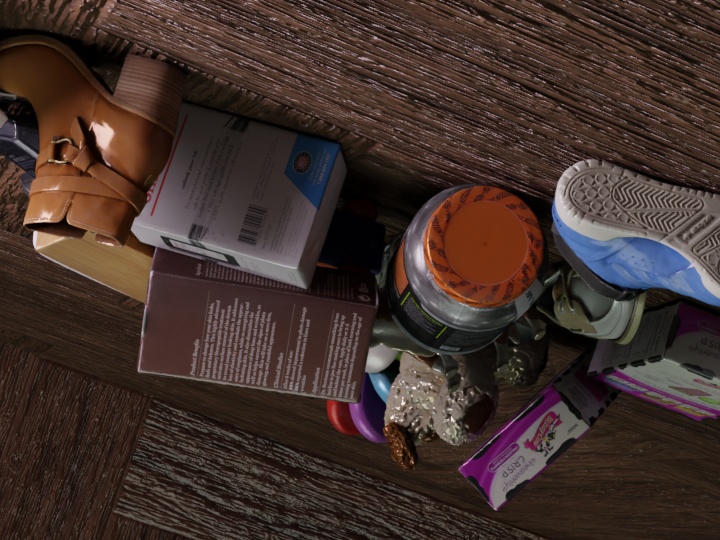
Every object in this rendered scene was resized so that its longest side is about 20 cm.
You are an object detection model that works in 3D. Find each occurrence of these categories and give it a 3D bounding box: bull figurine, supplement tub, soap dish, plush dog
[{"bbox_3d":[0.075,0.049,1.595,0.122,0.199,0.065,52,145,24],"label":"bull figurine"},{"bbox_3d":[0.090,-0.001,1.452,0.122,0.123,0.200,18,168,-2],"label":"supplement tub"},{"bbox_3d":[-0.196,-0.055,1.570,0.081,0.158,0.200,-18,146,41],"label":"soap dish"},{"bbox_3d":[0.083,0.120,1.831,0.160,0.200,0.172,39,128,12],"label":"plush dog"}]

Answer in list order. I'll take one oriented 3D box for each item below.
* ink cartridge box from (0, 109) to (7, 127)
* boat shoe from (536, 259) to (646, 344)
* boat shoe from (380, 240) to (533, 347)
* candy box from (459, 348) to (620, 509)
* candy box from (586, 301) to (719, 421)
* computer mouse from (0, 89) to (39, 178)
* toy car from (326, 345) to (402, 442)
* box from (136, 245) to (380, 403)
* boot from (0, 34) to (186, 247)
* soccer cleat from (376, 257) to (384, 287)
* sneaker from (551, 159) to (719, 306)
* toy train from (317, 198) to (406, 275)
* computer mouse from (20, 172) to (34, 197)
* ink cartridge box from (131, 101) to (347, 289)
[{"bbox_3d":[-0.392,-0.169,1.389,0.146,0.083,0.200,40,175,17],"label":"ink cartridge box"},{"bbox_3d":[0.204,0.025,1.519,0.068,0.075,0.200,13,169,-4],"label":"boat shoe"},{"bbox_3d":[0.104,0.027,1.717,0.201,0.065,0.074,19,149,-32],"label":"boat shoe"},{"bbox_3d":[0.192,0.162,1.787,0.061,0.136,0.200,48,-160,6],"label":"candy box"},{"bbox_3d":[0.321,0.091,1.666,0.136,0.061,0.200,21,168,-10],"label":"candy box"},{"bbox_3d":[-0.303,-0.122,1.660,0.200,0.053,0.138,39,161,-27],"label":"computer mouse"},{"bbox_3d":[0.024,0.128,2.028,0.175,0.151,0.199,28,164,-37],"label":"toy car"},{"bbox_3d":[-0.090,0.047,1.502,0.199,0.101,0.075,9,-156,-6],"label":"box"},{"bbox_3d":[-0.246,-0.105,1.394,0.199,0.156,0.074,11,166,30],"label":"boot"},{"bbox_3d":[0.000,0.000,1.717,0.077,0.070,0.200,-8,156,32],"label":"soccer cleat"},{"bbox_3d":[0.238,-0.012,1.299,0.199,0.077,0.111,21,162,7],"label":"sneaker"},{"bbox_3d":[-0.018,-0.008,1.602,0.199,0.085,0.116,17,152,-19],"label":"toy train"},{"bbox_3d":[-0.261,-0.063,1.838,0.200,0.046,0.140,36,-163,0],"label":"computer mouse"},{"bbox_3d":[-0.124,-0.071,1.465,0.199,0.117,0.068,16,166,10],"label":"ink cartridge box"}]
